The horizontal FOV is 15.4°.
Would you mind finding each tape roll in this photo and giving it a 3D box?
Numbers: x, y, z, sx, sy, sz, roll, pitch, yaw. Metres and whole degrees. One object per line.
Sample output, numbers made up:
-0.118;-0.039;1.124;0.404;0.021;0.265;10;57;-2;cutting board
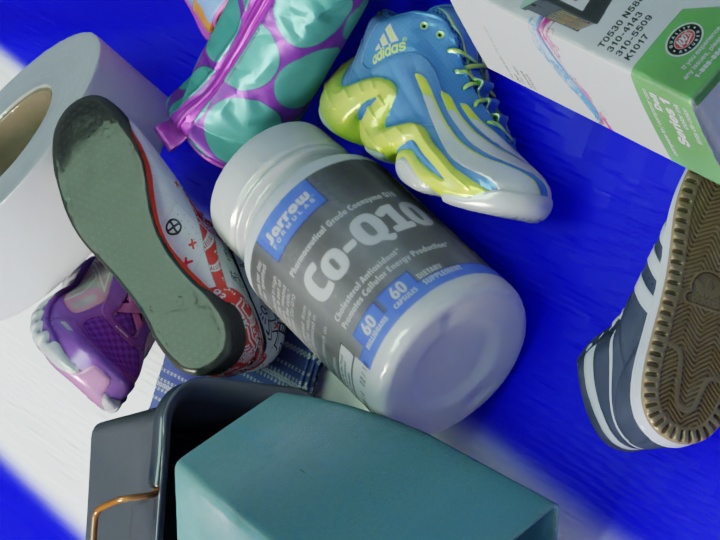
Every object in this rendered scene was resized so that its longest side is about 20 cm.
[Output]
-0.220;-0.063;1.805;0.202;0.071;0.203;-39;25;23;tape roll

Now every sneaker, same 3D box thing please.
-0.156;0.022;1.752;0.088;0.200;0.081;-39;104;15;sneaker
0.181;0.010;1.490;0.108;0.070;0.200;142;150;-69;sneaker
-0.121;-0.018;1.713;0.067;0.108;0.202;-36;75;17;sneaker
0.052;-0.104;1.622;0.200;0.076;0.105;30;105;42;sneaker

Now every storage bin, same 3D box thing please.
-0.117;0.174;1.680;0.134;0.145;0.201;-10;75;54;storage bin

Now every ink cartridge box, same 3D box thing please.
0.167;-0.154;1.476;0.145;0.084;0.200;-48;48;-12;ink cartridge box

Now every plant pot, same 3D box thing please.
-0.008;0.170;1.548;0.200;0.141;0.142;32;139;32;plant pot

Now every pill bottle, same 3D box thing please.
0.000;0.000;1.631;0.200;0.114;0.114;44;114;37;pill bottle

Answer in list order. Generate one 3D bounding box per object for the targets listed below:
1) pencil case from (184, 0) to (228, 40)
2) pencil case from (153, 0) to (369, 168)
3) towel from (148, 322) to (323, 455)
-0.105;-0.232;1.780;0.088;0.088;0.200;-51;54;26;pencil case
-0.052;-0.155;1.666;0.085;0.092;0.200;50;131;24;pencil case
-0.085;0.091;1.767;0.145;0.024;0.201;23;99;44;towel
